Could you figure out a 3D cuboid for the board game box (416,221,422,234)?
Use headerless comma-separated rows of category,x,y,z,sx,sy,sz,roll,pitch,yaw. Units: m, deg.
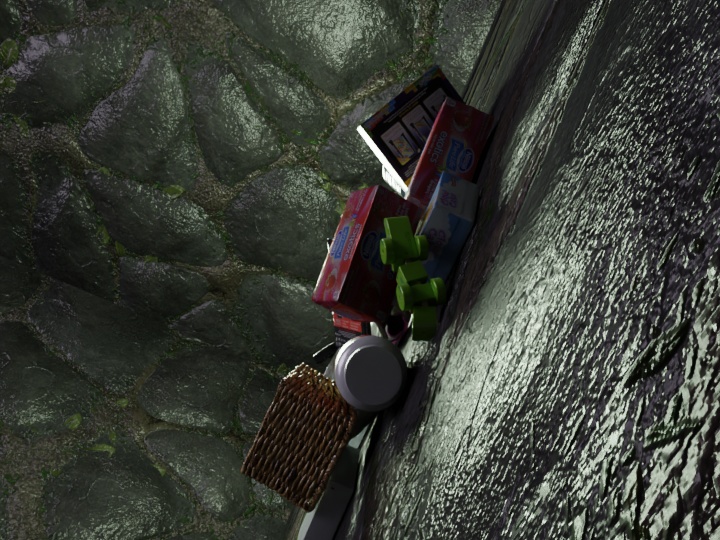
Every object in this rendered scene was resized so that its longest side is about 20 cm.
board game box,0.161,-0.126,1.563,0.200,0.047,0.152,114,179,-68

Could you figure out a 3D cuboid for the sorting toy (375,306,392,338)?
sorting toy,0.055,0.009,1.387,0.185,0.036,0.202,68,-141,-75

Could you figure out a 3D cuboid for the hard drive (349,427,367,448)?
hard drive,0.014,0.267,1.608,0.200,0.025,0.133,-69,1,-59

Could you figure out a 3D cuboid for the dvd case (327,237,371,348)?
dvd case,-0.020,0.041,1.394,0.146,0.022,0.202,-179,83,-69

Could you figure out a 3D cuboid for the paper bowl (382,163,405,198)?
paper bowl,0.150,-0.237,1.690,0.200,0.104,0.201,-39,-21,-18

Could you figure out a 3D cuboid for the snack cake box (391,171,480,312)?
snack cake box,0.117,-0.038,1.242,0.115,0.067,0.201,-67,-1,-55

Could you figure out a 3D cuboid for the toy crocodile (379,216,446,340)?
toy crocodile,0.072,0.006,1.141,0.062,0.067,0.202,103,154,-57

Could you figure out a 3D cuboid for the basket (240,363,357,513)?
basket,-0.089,0.284,1.359,0.202,0.148,0.143,-65,-10,12

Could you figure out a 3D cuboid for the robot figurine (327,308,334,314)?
robot figurine,-0.001,0.000,1.509,0.150,0.124,0.202,-20,-44,-58

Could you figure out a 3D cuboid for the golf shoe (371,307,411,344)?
golf shoe,0.051,0.117,1.543,0.092,0.075,0.201,-73,3,-51

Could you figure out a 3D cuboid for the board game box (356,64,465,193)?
board game box,0.120,-0.279,1.563,0.199,0.166,0.057,-38,8,-6

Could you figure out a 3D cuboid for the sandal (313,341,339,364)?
sandal,-0.028,0.166,1.605,0.075,0.048,0.200,-37,-10,28

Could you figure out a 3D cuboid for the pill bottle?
pill bottle,0.015,0.157,1.221,0.200,0.111,0.113,118,174,-85

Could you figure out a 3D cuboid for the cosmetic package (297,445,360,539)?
cosmetic package,-0.063,0.426,1.395,0.151,0.051,0.202,-64,-4,-76

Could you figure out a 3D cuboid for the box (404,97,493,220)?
box,0.153,-0.189,1.401,0.100,0.095,0.202,115,177,-73

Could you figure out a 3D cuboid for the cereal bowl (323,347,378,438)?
cereal bowl,-0.011,0.225,1.446,0.201,0.083,0.201,-55,20,31

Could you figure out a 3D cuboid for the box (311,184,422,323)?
box,0.010,-0.024,1.265,0.099,0.095,0.202,-3,64,62
